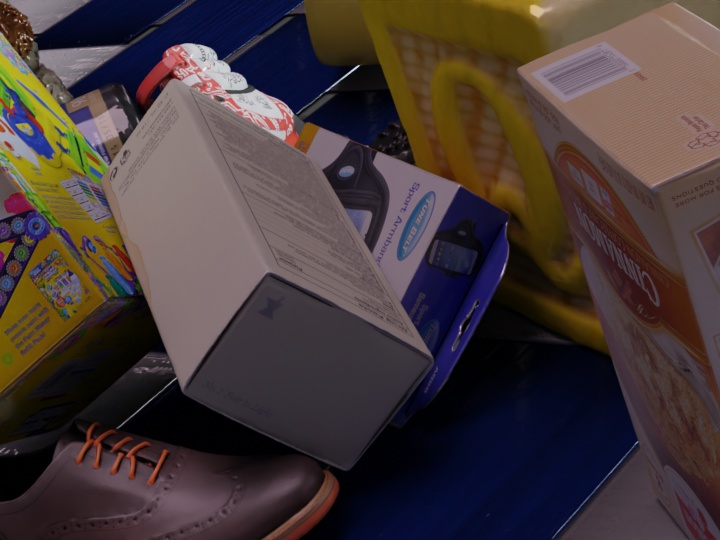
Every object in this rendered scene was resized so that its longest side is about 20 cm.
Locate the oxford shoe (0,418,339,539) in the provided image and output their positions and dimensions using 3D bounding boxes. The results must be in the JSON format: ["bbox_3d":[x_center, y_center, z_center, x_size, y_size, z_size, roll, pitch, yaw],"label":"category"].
[{"bbox_3d":[-0.107,0.106,0.946,0.199,0.073,0.071,-12,25,20],"label":"oxford shoe"}]

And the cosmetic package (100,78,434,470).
[{"bbox_3d":[-0.050,-0.003,0.991,0.073,0.103,0.200,-52,31,16],"label":"cosmetic package"}]

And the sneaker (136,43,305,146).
[{"bbox_3d":[-0.097,-0.076,1.246,0.067,0.108,0.201,-51,3,21],"label":"sneaker"}]

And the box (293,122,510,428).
[{"bbox_3d":[0.000,0.000,1.049,0.120,0.041,0.200,-63,28,0],"label":"box"}]

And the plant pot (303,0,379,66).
[{"bbox_3d":[0.060,-0.247,1.432,0.187,0.202,0.201,-2,27,8],"label":"plant pot"}]

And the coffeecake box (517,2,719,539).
[{"bbox_3d":[0.139,0.020,0.761,0.073,0.201,0.154,-23,23,-5],"label":"coffeecake box"}]

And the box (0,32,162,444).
[{"bbox_3d":[-0.199,-0.022,1.033,0.122,0.193,0.200,-40,-7,8],"label":"box"}]

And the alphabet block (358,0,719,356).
[{"bbox_3d":[0.144,-0.096,1.020,0.199,0.196,0.196,-28,22,-18],"label":"alphabet block"}]

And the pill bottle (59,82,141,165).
[{"bbox_3d":[-0.218,-0.029,1.280,0.199,0.112,0.112,-23,24,-5],"label":"pill bottle"}]

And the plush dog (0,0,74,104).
[{"bbox_3d":[-0.257,-0.122,1.433,0.199,0.173,0.160,1,31,43],"label":"plush dog"}]

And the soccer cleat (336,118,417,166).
[{"bbox_3d":[0.014,-0.042,1.188,0.200,0.073,0.068,-18,36,56],"label":"soccer cleat"}]
